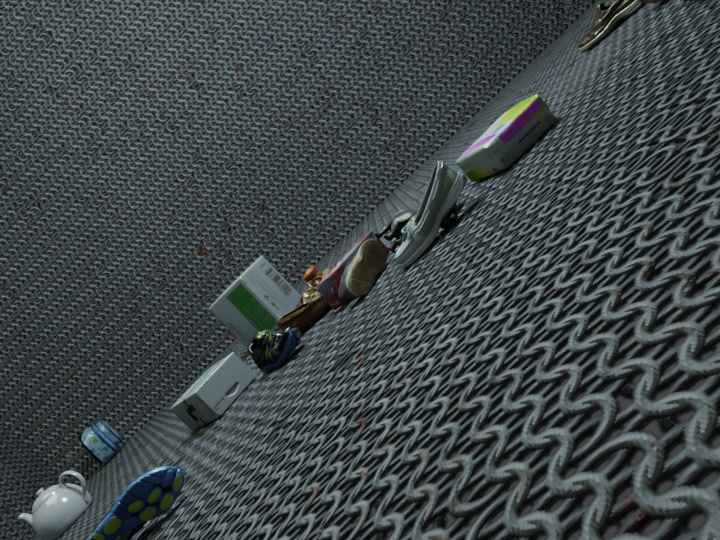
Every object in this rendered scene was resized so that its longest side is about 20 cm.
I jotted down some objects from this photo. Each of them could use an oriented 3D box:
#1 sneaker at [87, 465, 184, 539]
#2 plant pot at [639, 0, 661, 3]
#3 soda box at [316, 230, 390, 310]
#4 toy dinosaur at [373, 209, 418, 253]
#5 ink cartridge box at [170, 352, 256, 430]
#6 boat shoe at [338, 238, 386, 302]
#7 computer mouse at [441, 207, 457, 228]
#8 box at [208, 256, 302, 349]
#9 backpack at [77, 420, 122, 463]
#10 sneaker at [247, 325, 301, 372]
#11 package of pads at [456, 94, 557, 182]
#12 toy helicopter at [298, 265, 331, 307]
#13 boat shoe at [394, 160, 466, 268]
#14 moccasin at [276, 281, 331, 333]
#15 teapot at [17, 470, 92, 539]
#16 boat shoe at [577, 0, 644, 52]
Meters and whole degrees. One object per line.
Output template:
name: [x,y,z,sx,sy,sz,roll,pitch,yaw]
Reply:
sneaker: [-0.366,0.383,1.162,0.200,0.071,0.083,-46,12,6]
plant pot: [0.633,-0.667,1.534,0.186,0.186,0.200,-35,23,53]
soda box: [-0.015,-0.002,1.585,0.063,0.070,0.200,-36,9,44]
toy dinosaur: [0.092,-0.094,1.502,0.102,0.077,0.200,-52,5,-13]
ink cartridge box: [-0.352,0.290,1.715,0.147,0.083,0.200,-48,9,-35]
boat shoe: [0.000,0.000,1.486,0.065,0.072,0.200,-34,16,30]
computer mouse: [0.171,-0.113,1.365,0.059,0.034,0.200,-55,9,18]
box: [-0.330,0.104,2.286,0.171,0.199,0.200,-41,7,25]
backpack: [-1.191,0.784,3.307,0.147,0.183,0.200,-46,12,-16]
sneaker: [-0.193,0.163,1.554,0.071,0.083,0.199,-48,8,-35]
package of pads: [0.283,-0.257,1.410,0.154,0.068,0.200,-45,7,-7]
toy helicopter: [-0.131,0.079,1.882,0.200,0.079,0.132,-56,18,-14]
boat shoe: [0.115,-0.099,1.303,0.202,0.065,0.074,-58,9,8]
moccasin: [-0.113,0.072,1.677,0.201,0.078,0.074,-41,6,18]
teapot: [-0.957,0.740,2.268,0.200,0.146,0.197,-46,7,-33]
boat shoe: [0.620,-0.641,1.811,0.202,0.075,0.075,-39,7,37]
